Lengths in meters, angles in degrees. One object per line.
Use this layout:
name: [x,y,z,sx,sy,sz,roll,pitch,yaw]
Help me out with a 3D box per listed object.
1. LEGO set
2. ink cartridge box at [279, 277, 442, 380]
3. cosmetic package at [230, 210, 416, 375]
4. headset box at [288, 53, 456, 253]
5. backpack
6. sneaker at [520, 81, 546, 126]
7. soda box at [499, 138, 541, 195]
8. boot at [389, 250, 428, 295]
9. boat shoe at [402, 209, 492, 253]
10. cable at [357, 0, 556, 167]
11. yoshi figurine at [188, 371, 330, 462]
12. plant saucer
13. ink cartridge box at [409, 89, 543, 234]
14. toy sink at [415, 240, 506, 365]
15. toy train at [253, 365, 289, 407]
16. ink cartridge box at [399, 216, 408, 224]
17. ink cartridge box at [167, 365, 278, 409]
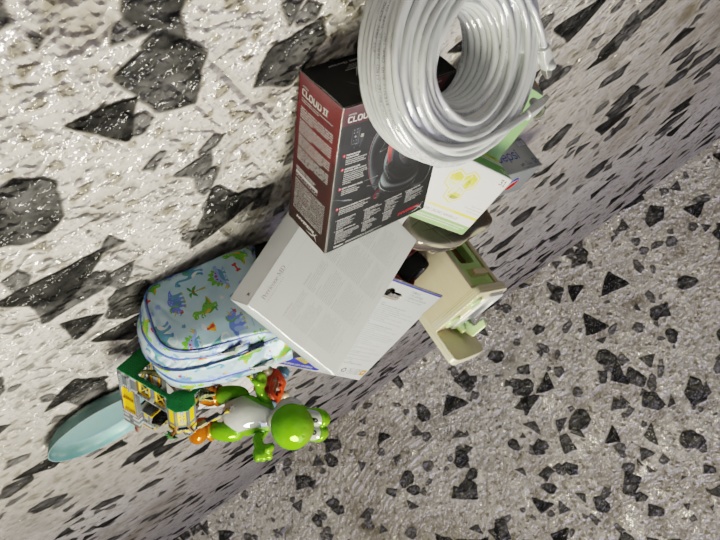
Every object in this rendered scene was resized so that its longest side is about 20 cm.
LEGO set: [-0.231,0.156,1.001,0.201,0.151,0.117,-57,159,-49]
ink cartridge box: [-0.013,0.069,1.054,0.196,0.047,0.201,19,120,-43]
cosmetic package: [-0.038,-0.003,0.875,0.051,0.151,0.202,12,-116,52]
headset box: [0.010,-0.136,0.758,0.147,0.075,0.202,-26,145,-30]
backpack: [-0.176,0.061,0.918,0.197,0.165,0.154,-23,158,2]
sneaker: [0.162,-0.208,0.940,0.198,0.080,0.074,-25,164,-29]
soda box: [0.213,-0.161,1.220,0.198,0.064,0.068,-21,159,-44]
boot: [0.000,0.000,1.101,0.198,0.146,0.073,-28,166,-16]
boat shoe: [0.118,-0.054,1.063,0.198,0.075,0.073,-15,157,-49]
cable: [0.085,-0.197,0.664,0.199,0.069,0.202,-40,131,-22]
yoshi figurine: [-0.143,0.208,1.041,0.113,0.196,0.114,-76,168,-56]
plant saucer: [-0.407,0.238,1.179,0.198,0.028,0.201,-32,165,-10]
ink cartridge box: [0.135,-0.145,0.911,0.144,0.048,0.200,15,127,-40]
toy sink: [0.150,0.029,1.179,0.112,0.202,0.130,-42,162,26]
toy train: [-0.134,0.104,1.129,0.151,0.055,0.203,65,38,-60]
ink cartridge box: [0.081,-0.126,1.035,0.198,0.067,0.116,-28,163,-24]
ink cartridge box: [-0.222,0.152,1.201,0.145,0.085,0.200,-37,165,9]
